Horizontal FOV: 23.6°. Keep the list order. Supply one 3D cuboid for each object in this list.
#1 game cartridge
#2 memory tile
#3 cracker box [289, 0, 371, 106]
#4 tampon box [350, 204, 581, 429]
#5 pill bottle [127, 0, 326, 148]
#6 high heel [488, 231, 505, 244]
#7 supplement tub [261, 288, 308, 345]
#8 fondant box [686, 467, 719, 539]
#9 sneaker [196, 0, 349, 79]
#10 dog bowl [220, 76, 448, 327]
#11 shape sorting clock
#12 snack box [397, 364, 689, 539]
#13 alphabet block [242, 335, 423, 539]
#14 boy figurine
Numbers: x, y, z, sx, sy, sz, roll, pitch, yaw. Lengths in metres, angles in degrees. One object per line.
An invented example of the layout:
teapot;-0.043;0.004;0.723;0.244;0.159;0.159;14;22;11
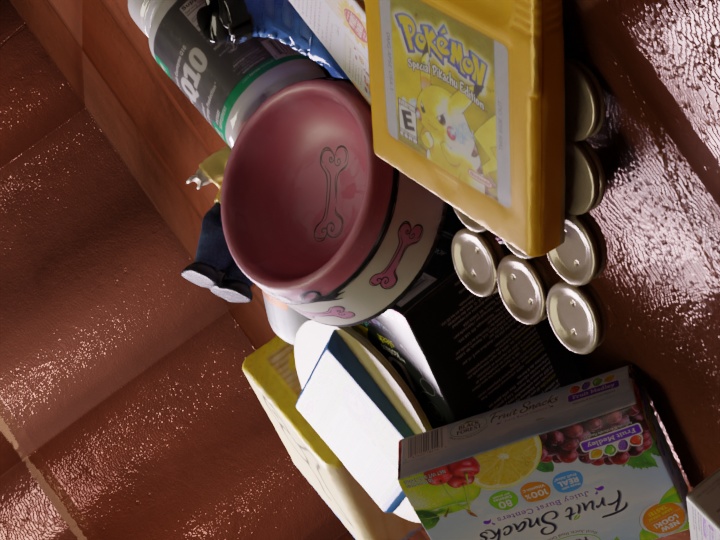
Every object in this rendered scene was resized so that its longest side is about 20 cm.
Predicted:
game cartridge;0.061;-0.130;1.081;0.176;0.032;0.201;36;144;43
memory tile;0.106;-0.056;1.118;0.153;0.017;0.201;30;133;47
cracker box;-0.017;-0.221;1.249;0.200;0.058;0.134;52;168;8
tampon box;0.078;0.059;1.443;0.150;0.126;0.201;26;147;55
pill bottle;-0.129;-0.209;1.626;0.200;0.113;0.113;49;168;28
high heel;0.095;-0.079;1.214;0.096;0.067;0.200;64;173;-15
supplement tub;-0.041;-0.040;1.582;0.122;0.122;0.201;41;147;52
fondant box;0.318;0.242;1.213;0.200;0.058;0.145;49;168;33
sneaker;-0.071;-0.200;1.403;0.201;0.111;0.077;59;169;-22
dog bowl;-0.028;-0.060;1.349;0.074;0.201;0.200;14;-156;-46
shape sorting clock;0.009;0.126;1.469;0.200;0.039;0.201;40;151;27
snack box;0.146;0.169;1.366;0.053;0.199;0.143;-88;-26;-53
alphabet block;0.017;0.157;1.901;0.195;0.196;0.201;44;165;39
boy figurine;-0.107;-0.075;1.659;0.124;0.201;0.064;25;167;-20
